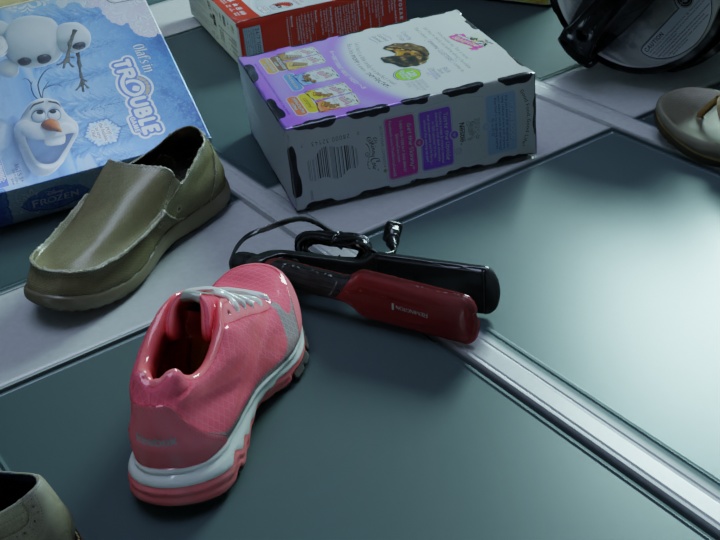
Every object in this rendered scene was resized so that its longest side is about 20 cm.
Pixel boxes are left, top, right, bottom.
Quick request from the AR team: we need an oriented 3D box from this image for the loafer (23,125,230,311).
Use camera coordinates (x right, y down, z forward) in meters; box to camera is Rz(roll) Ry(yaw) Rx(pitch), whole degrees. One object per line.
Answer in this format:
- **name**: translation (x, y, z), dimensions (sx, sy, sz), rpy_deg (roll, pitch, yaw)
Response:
- **loafer**: translation (-0.166, -0.042, 0.826), dimensions (0.075, 0.068, 0.200), rpy_deg (9, 34, 25)

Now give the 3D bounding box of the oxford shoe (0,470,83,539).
- **oxford shoe**: translation (-0.229, 0.117, 0.568), dimensions (0.198, 0.075, 0.071), rpy_deg (-1, 32, 10)

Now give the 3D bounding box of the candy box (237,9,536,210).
- **candy box**: translation (0.018, -0.134, 0.940), dimensions (0.198, 0.072, 0.168), rpy_deg (-14, 32, -11)

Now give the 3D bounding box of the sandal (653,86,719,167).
- **sandal**: translation (0.292, -0.101, 0.848), dimensions (0.080, 0.054, 0.200), rpy_deg (-16, 32, -16)

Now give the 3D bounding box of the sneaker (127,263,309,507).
- **sneaker**: translation (-0.077, 0.038, 0.658), dimensions (0.073, 0.087, 0.201), rpy_deg (2, 32, 11)

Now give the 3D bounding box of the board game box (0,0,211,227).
- **board game box**: translation (-0.246, -0.140, 0.955), dimensions (0.198, 0.044, 0.201), rpy_deg (-17, 58, -18)

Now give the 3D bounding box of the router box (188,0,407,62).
- **router box**: translation (-0.071, -0.282, 1.222), dimensions (0.178, 0.049, 0.200), rpy_deg (-17, 32, -16)

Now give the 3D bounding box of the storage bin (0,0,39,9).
- **storage bin**: translation (-0.335, -0.219, 1.108), dimensions (0.197, 0.094, 0.200), rpy_deg (-18, 27, -17)

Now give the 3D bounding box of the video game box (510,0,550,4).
- **video game box**: translation (0.117, -0.379, 1.217), dimensions (0.199, 0.184, 0.047), rpy_deg (15, 33, 31)

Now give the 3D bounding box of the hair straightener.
- **hair straightener**: translation (0.000, 0.000, 0.764), dimensions (0.199, 0.041, 0.077), rpy_deg (7, 33, 30)

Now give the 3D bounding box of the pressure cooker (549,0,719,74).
- **pressure cooker**: translation (0.256, -0.263, 1.007), dimensions (0.178, 0.177, 0.200), rpy_deg (11, 31, 33)
